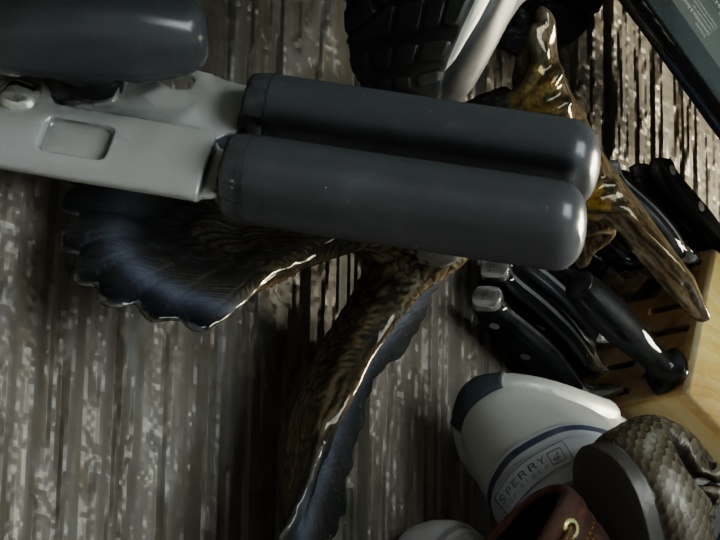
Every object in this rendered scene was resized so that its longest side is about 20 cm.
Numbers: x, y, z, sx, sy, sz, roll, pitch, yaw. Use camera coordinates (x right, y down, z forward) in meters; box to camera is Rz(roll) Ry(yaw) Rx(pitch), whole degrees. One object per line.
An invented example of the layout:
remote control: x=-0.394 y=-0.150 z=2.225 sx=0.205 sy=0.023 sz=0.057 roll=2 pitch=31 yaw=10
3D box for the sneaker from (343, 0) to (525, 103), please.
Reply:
sneaker: x=0.064 y=-0.130 z=0.967 sx=0.087 sy=0.076 sz=0.201 roll=33 pitch=65 yaw=-34

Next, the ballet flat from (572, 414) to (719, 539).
ballet flat: x=0.118 y=0.140 z=1.019 sx=0.046 sy=0.067 sz=0.201 roll=-25 pitch=114 yaw=-26

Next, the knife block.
knife block: x=0.123 y=0.052 z=1.136 sx=0.175 sy=0.064 sz=0.201 roll=-18 pitch=94 yaw=-50

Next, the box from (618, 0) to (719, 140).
box: x=0.136 y=-0.102 z=1.127 sx=0.200 sy=0.046 sz=0.159 roll=52 pitch=5 yaw=-22

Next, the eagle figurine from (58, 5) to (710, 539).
eagle figurine: x=0.001 y=-0.002 z=0.979 sx=0.200 sy=0.151 sz=0.152 roll=-35 pitch=66 yaw=-14

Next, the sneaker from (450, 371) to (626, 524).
sneaker: x=0.102 y=0.085 z=1.098 sx=0.200 sy=0.073 sz=0.071 roll=38 pitch=18 yaw=-54

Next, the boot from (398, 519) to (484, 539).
boot: x=0.077 y=0.181 z=1.018 sx=0.073 sy=0.095 sz=0.201 roll=-19 pitch=95 yaw=-51

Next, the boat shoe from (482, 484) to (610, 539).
boat shoe: x=0.010 y=0.147 z=0.940 sx=0.200 sy=0.070 sz=0.070 roll=-38 pitch=114 yaw=-28

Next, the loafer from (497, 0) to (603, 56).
loafer: x=0.013 y=-0.157 z=1.072 sx=0.200 sy=0.068 sz=0.070 roll=41 pitch=15 yaw=-28

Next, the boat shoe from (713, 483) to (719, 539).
boat shoe: x=0.161 y=0.129 z=1.049 sx=0.071 sy=0.091 sz=0.201 roll=1 pitch=119 yaw=-43

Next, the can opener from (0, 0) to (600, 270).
can opener: x=-0.025 y=-0.048 z=0.896 sx=0.067 sy=0.199 sz=0.053 roll=88 pitch=14 yaw=-50
